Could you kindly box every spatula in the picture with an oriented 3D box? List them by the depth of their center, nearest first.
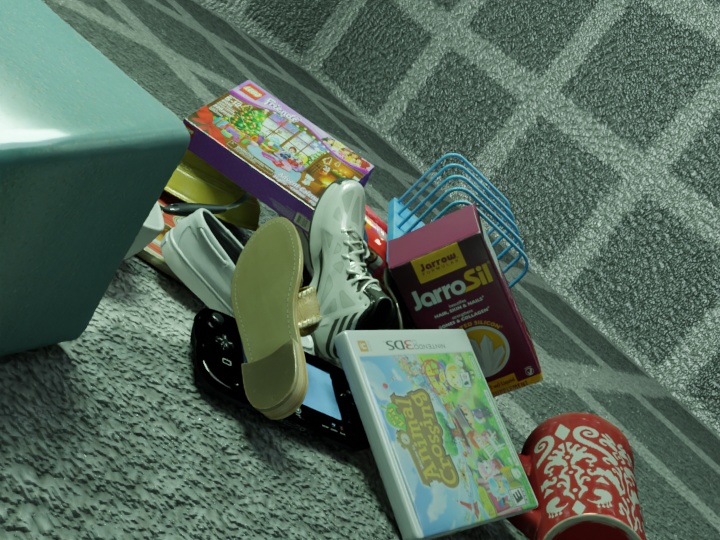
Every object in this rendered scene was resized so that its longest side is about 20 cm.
[{"bbox_3d":[-0.149,-0.079,0.953,0.056,0.021,0.199,14,20,34],"label":"spatula"}]

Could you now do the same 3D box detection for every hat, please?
[{"bbox_3d":[0.037,0.093,0.949,0.201,0.080,0.202,-21,90,-80],"label":"hat"}]

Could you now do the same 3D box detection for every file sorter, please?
[{"bbox_3d":[0.124,-0.047,1.052,0.139,0.123,0.200,40,21,-15],"label":"file sorter"}]

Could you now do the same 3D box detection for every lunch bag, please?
[{"bbox_3d":[0.019,-0.016,1.153,0.200,0.082,0.176,44,-13,9],"label":"lunch bag"}]

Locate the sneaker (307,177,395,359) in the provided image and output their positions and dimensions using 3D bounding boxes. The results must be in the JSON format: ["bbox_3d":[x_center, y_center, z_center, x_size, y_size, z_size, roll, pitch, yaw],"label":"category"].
[{"bbox_3d":[0.000,0.000,0.888,0.115,0.202,0.075,7,-5,43],"label":"sneaker"}]

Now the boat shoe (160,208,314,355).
[{"bbox_3d":[-0.110,0.019,0.838,0.200,0.068,0.072,47,19,-10],"label":"boat shoe"}]

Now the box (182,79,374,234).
[{"bbox_3d":[-0.098,-0.140,0.988,0.199,0.039,0.137,35,42,6],"label":"box"}]

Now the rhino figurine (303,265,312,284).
[{"bbox_3d":[-0.035,0.006,1.102,0.200,0.060,0.087,38,-22,-4],"label":"rhino figurine"}]

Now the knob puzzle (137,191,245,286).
[{"bbox_3d":[-0.224,-0.063,0.914,0.219,0.031,0.220,32,18,-12],"label":"knob puzzle"}]

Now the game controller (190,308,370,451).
[{"bbox_3d":[-0.070,0.104,0.765,0.199,0.042,0.104,29,16,-31],"label":"game controller"}]

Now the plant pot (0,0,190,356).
[{"bbox_3d":[-0.268,-0.058,0.505,0.196,0.197,0.200,40,24,9],"label":"plant pot"}]

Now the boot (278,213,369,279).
[{"bbox_3d":[-0.019,-0.006,1.017,0.201,0.090,0.073,62,-6,5],"label":"boot"}]

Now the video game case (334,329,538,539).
[{"bbox_3d":[0.076,0.149,0.797,0.181,0.022,0.201,3,57,-44],"label":"video game case"}]

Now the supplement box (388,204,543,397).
[{"bbox_3d":[0.119,0.044,0.937,0.086,0.110,0.201,-85,150,-66],"label":"supplement box"}]

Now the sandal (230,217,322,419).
[{"bbox_3d":[-0.068,0.051,0.753,0.070,0.077,0.213,49,24,-43],"label":"sandal"}]

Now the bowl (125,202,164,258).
[{"bbox_3d":[-0.291,-0.087,0.754,0.199,0.075,0.200,26,19,-38],"label":"bowl"}]

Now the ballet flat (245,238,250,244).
[{"bbox_3d":[-0.105,0.002,0.977,0.066,0.070,0.200,59,5,-17],"label":"ballet flat"}]

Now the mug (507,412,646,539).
[{"bbox_3d":[0.221,0.263,0.892,0.200,0.176,0.134,-60,134,-72],"label":"mug"}]

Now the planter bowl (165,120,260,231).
[{"bbox_3d":[-0.196,-0.134,1.048,0.200,0.084,0.200,30,6,-3],"label":"planter bowl"}]
